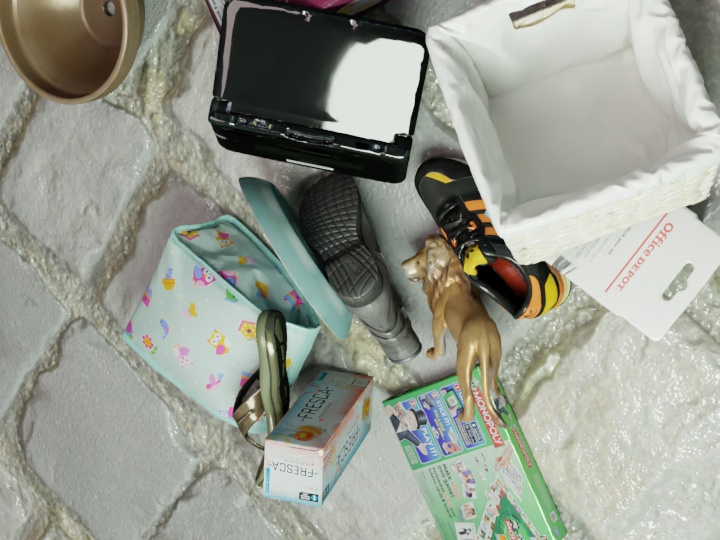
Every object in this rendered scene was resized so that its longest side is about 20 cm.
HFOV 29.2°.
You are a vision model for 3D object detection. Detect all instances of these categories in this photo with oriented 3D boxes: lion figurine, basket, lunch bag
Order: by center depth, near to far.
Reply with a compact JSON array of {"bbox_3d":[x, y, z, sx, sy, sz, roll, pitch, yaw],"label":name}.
[{"bbox_3d":[0.185,-0.129,1.176,0.198,0.161,0.200,-20,73,8],"label":"basket"},{"bbox_3d":[0.105,0.055,1.366,0.200,0.072,0.123,-127,34,-52],"label":"lion figurine"},{"bbox_3d":[-0.142,0.064,1.537,0.200,0.122,0.170,40,121,19],"label":"lunch bag"}]

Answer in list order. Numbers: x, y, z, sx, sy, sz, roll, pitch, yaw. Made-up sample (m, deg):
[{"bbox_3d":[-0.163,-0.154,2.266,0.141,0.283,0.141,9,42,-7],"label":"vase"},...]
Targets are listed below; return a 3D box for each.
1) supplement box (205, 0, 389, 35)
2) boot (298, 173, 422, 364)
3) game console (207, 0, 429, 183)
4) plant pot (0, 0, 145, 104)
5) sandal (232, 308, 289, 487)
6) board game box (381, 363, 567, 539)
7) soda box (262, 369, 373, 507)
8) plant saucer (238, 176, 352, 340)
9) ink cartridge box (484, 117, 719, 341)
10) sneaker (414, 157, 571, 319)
[{"bbox_3d":[-0.040,-0.296,1.357,0.200,0.131,0.103,-23,91,37],"label":"supplement box"},{"bbox_3d":[0.000,0.000,1.444,0.070,0.200,0.132,-23,135,11],"label":"boot"},{"bbox_3d":[-0.040,-0.174,1.367,0.200,0.176,0.116,12,81,2],"label":"game console"},{"bbox_3d":[-0.310,-0.293,1.559,0.201,0.093,0.201,11,111,30],"label":"plant pot"},{"bbox_3d":[-0.106,0.132,1.452,0.057,0.080,0.201,1,112,3],"label":"sandal"},{"bbox_3d":[0.119,0.208,1.464,0.135,0.029,0.200,-24,90,35],"label":"board game box"},{"bbox_3d":[-0.042,0.172,1.451,0.064,0.200,0.068,8,108,14],"label":"soda box"},{"bbox_3d":[-0.061,-0.018,1.434,0.027,0.200,0.200,-33,84,4],"label":"plant saucer"},{"bbox_3d":[0.231,-0.035,1.271,0.200,0.068,0.116,40,98,19],"label":"ink cartridge box"},{"bbox_3d":[0.118,-0.033,1.354,0.200,0.090,0.070,47,124,12],"label":"sneaker"}]
